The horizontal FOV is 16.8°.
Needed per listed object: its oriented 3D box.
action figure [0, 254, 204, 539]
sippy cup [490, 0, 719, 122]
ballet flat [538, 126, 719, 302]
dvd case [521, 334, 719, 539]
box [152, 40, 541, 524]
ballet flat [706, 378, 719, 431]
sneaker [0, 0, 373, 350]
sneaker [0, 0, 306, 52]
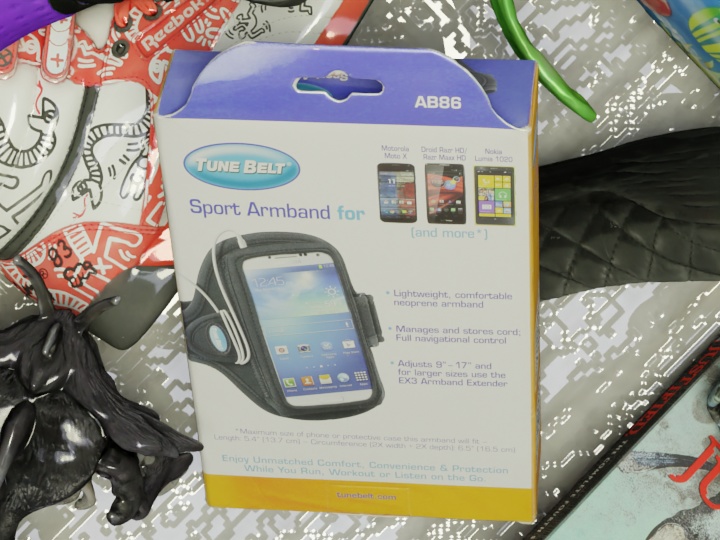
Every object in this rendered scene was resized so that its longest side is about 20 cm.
[{"bbox_3d":[-0.123,0.076,0.841,0.118,0.102,0.201,19,112,-5],"label":"action figure"},{"bbox_3d":[0.138,-0.126,0.824,0.177,0.140,0.131,-24,114,35],"label":"sippy cup"},{"bbox_3d":[0.095,-0.011,0.833,0.199,0.067,0.057,-6,118,34],"label":"ballet flat"},{"bbox_3d":[0.142,0.111,0.871,0.200,0.022,0.146,-43,99,-21],"label":"dvd case"},{"bbox_3d":[0.000,0.000,0.800,0.118,0.042,0.201,3,130,7],"label":"box"},{"bbox_3d":[0.175,0.115,0.835,0.074,0.074,0.201,-25,82,-1],"label":"ballet flat"},{"bbox_3d":[-0.071,-0.081,0.837,0.108,0.067,0.202,33,97,-11],"label":"sneaker"},{"bbox_3d":[-0.061,-0.112,0.766,0.200,0.070,0.100,-43,87,14],"label":"sneaker"}]
